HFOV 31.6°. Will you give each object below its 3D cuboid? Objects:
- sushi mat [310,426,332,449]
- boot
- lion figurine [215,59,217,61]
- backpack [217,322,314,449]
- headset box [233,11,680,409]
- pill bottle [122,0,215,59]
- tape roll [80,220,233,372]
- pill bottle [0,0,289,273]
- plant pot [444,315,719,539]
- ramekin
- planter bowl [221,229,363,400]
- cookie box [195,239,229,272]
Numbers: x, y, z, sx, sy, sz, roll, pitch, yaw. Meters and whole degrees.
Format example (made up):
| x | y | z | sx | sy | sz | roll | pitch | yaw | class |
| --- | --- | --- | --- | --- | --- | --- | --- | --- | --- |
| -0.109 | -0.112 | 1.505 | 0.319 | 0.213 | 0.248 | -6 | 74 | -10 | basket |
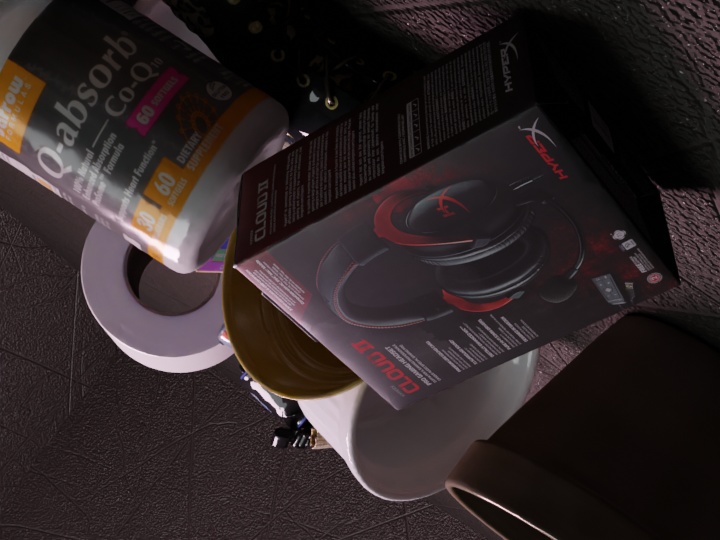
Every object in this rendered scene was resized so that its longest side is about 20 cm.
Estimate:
| x | y | z | sx | sy | sz | roll | pitch | yaw | class |
| --- | --- | --- | --- | --- | --- | --- | --- | --- | --- |
| 0.053 | 0.114 | 1.147 | 0.199 | 0.096 | 0.012 | 0 | -152 | -27 | sushi mat |
| -0.024 | -0.120 | 0.740 | 0.203 | 0.074 | 0.154 | 18 | 157 | 51 | boot |
| -0.178 | -0.167 | 0.969 | 0.122 | 0.073 | 0.200 | 37 | 146 | -17 | lion figurine |
| -0.040 | 0.052 | 1.207 | 0.154 | 0.200 | 0.191 | 45 | 179 | 5 | backpack |
| 0.041 | -0.018 | 0.666 | 0.200 | 0.075 | 0.149 | -26 | 130 | 25 | headset box |
| -0.198 | -0.190 | 0.862 | 0.200 | 0.106 | 0.106 | 30 | 167 | 24 | pill bottle |
| -0.209 | 0.010 | 1.452 | 0.202 | 0.203 | 0.139 | 35 | 168 | 4 | tape roll |
| -0.150 | -0.096 | 0.733 | 0.200 | 0.117 | 0.116 | 32 | 168 | 3 | pill bottle |
| 0.187 | 0.135 | 0.892 | 0.200 | 0.174 | 0.200 | 34 | 168 | 9 | plant pot |
| 0.042 | 0.076 | 1.032 | 0.098 | 0.201 | 0.201 | 35 | 171 | 41 | ramekin |
| 0.000 | 0.000 | 0.904 | 0.200 | 0.201 | 0.083 | 24 | -177 | 43 | planter bowl |
| -0.183 | -0.078 | 1.222 | 0.200 | 0.075 | 0.171 | 33 | -172 | 15 | cookie box |
